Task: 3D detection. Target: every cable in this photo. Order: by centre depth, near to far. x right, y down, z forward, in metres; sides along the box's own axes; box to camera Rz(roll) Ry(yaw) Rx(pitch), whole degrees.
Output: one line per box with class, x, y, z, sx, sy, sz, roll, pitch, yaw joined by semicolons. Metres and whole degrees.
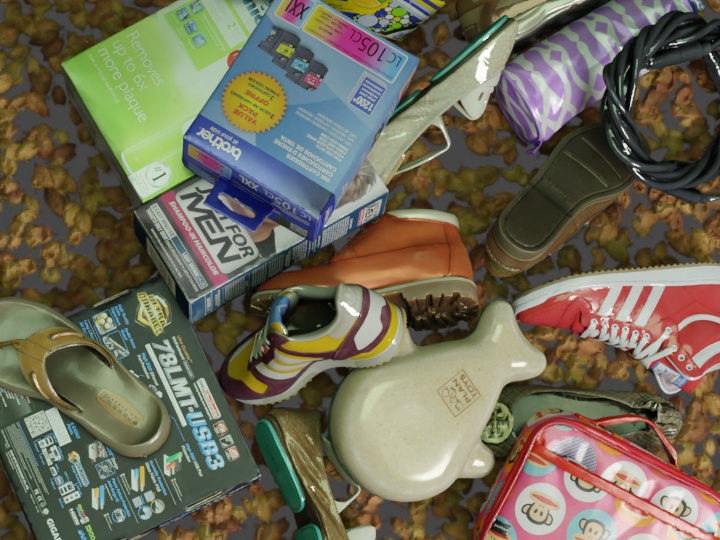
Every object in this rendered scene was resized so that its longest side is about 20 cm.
cable;0.287;-0.149;1.663;0.200;0.051;0.164;18;92;-41

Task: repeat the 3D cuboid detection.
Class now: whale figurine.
whale figurine;0.062;0.110;1.619;0.200;0.104;0.159;-39;97;-14

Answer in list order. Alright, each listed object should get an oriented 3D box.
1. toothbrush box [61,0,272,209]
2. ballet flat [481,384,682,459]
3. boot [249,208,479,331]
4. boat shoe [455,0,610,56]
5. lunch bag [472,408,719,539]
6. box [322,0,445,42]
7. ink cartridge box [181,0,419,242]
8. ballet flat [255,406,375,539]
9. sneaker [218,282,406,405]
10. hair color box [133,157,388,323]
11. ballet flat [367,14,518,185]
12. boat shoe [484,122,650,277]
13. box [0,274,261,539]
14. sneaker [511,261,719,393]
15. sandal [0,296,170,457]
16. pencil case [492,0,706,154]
toothbrush box;-0.142;-0.158;1.654;0.199;0.086;0.146;-29;83;-12
ballet flat;0.188;0.133;1.656;0.199;0.046;0.068;2;79;-5
boot;0.000;0.000;1.657;0.199;0.075;0.108;-5;61;-1
boat shoe;0.177;-0.262;1.712;0.199;0.076;0.072;-27;82;-11
lunch bag;0.213;0.210;1.612;0.199;0.082;0.177;27;92;-4
box;-0.025;-0.267;1.641;0.199;0.070;0.065;13;56;-35
ink cartridge box;-0.059;-0.119;1.567;0.136;0.076;0.200;30;75;3
ballet flat;-0.029;0.210;1.619;0.072;0.068;0.201;-13;77;-27
sneaker;-0.060;0.053;1.578;0.090;0.200;0.075;33;47;-40
hair color box;-0.086;-0.051;1.616;0.200;0.061;0.100;-30;76;-14
ballet flat;0.074;-0.145;1.667;0.200;0.067;0.062;-38;96;17
boat shoe;0.179;-0.065;1.681;0.200;0.068;0.072;-35;76;-31
box;-0.214;0.132;1.615;0.198;0.050;0.201;-25;83;-10
sneaker;0.237;0.058;1.662;0.199;0.071;0.113;-6;77;-9
sandal;-0.247;0.085;1.570;0.200;0.054;0.080;33;78;2
pencil case;0.216;-0.191;1.701;0.199;0.084;0.086;-30;101;-8
